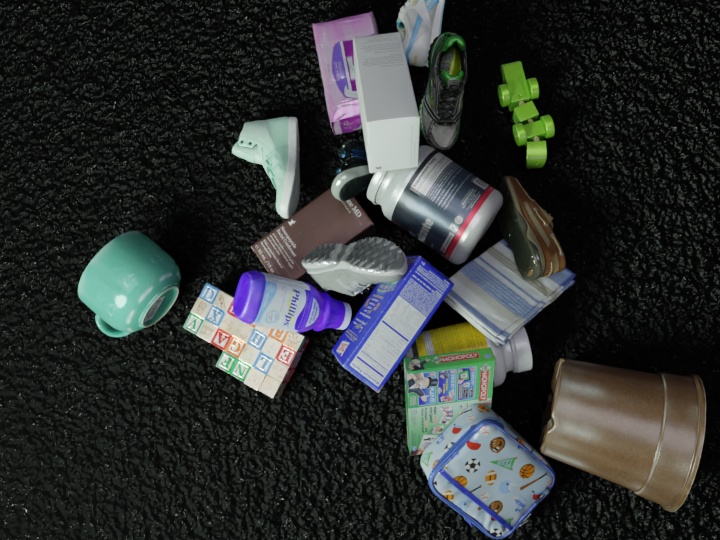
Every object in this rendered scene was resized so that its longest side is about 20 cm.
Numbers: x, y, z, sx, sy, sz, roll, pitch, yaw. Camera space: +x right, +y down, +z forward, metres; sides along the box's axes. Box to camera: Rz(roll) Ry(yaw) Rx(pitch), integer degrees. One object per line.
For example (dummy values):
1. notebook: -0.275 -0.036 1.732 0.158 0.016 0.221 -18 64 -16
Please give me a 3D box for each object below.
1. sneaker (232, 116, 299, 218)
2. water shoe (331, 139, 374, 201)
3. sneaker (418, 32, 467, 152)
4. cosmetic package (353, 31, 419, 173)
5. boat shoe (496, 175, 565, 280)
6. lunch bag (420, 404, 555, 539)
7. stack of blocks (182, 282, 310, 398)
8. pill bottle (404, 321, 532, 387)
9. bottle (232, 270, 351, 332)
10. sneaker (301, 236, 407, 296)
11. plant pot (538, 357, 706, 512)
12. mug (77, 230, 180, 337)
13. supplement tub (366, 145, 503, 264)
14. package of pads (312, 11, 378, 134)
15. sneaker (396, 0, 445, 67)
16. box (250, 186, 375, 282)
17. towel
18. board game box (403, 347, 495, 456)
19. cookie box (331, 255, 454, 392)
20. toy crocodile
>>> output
1. sneaker: -0.168 -0.180 1.094 0.116 0.074 0.204 -2 65 -1
2. water shoe: -0.014 -0.174 1.035 0.079 0.200 0.071 47 117 3
3. sneaker: 0.144 -0.308 1.071 0.077 0.085 0.204 -1 105 -4
4. cosmetic package: 0.038 -0.267 0.975 0.083 0.108 0.203 -7 58 -2
5. boat shoe: 0.284 -0.071 1.031 0.073 0.076 0.203 -4 57 -11
6. lunch bag: 0.197 0.317 0.951 0.200 0.076 0.160 43 92 -19
7. stack of blocks: -0.202 0.121 1.064 0.198 0.059 0.116 28 84 9
8. pill bottle: 0.171 0.141 1.001 0.197 0.111 0.113 -13 80 3
9. bottle: -0.107 0.059 1.014 0.198 0.065 0.085 15 95 -33
10. sneaker: 0.000 0.000 0.972 0.198 0.083 0.075 3 42 44
11. plant pot: 0.384 0.233 0.935 0.195 0.200 0.204 12 82 15
12. mug: -0.384 0.035 1.061 0.114 0.186 0.152 36 61 7
13. supplement tub: 0.124 -0.118 1.032 0.199 0.140 0.141 35 85 10
14. package of pads: -0.012 -0.359 1.117 0.118 0.076 0.203 -12 80 3
15. sneaker: 0.109 -0.474 1.123 0.079 0.077 0.204 7 82 -1
16. box: -0.080 -0.054 1.076 0.199 0.075 0.101 -37 79 -3
17. towel: 0.238 0.025 1.004 0.199 0.024 0.147 -34 56 -25
18. board game box: 0.137 0.209 0.959 0.132 0.202 0.029 -7 38 -3
19. cookie box: 0.045 0.078 0.987 0.075 0.171 0.201 36 86 -8
20. toy crocodile: 0.290 -0.278 1.090 0.066 0.062 0.203 -16 75 3
